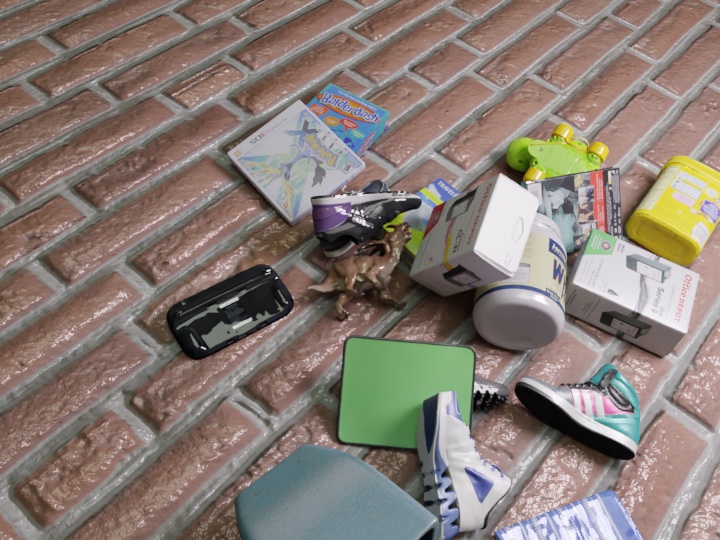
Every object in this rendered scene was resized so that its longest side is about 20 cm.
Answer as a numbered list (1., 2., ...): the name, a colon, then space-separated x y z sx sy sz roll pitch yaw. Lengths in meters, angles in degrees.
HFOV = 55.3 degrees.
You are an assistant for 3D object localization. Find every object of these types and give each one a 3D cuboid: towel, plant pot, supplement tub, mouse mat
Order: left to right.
1. plant pot: -0.049 0.336 0.839 0.195 0.197 0.200 -33 54 -28
2. mouse mat: 0.068 0.183 1.014 0.199 0.008 0.162 5 87 1
3. supplement tub: 0.267 0.015 1.144 0.144 0.145 0.201 13 53 3
4. towel: 0.301 0.394 0.939 0.199 0.024 0.145 -13 55 -17

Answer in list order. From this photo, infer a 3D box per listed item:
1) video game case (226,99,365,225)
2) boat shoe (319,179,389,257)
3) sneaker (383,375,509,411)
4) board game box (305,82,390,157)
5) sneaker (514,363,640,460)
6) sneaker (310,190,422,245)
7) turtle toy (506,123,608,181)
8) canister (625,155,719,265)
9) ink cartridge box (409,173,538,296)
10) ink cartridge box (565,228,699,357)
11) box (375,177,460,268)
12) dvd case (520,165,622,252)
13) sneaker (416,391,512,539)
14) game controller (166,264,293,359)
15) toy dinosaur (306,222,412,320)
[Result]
1. video game case: -0.122 -0.207 1.296 0.182 0.022 0.200 -40 71 -12
2. boat shoe: -0.014 -0.108 1.242 0.075 0.062 0.200 10 47 42
3. sneaker: 0.130 0.164 1.062 0.199 0.067 0.091 4 55 -2
4. board game box: -0.054 -0.284 1.389 0.152 0.045 0.200 28 54 14
5. sneaker: 0.345 0.189 1.059 0.199 0.084 0.121 30 60 5
6. sneaker: 0.011 -0.089 1.176 0.199 0.076 0.088 -6 98 -20
7. turtle toy: 0.378 -0.204 1.349 0.200 0.101 0.146 33 82 16
8. canister: 0.619 -0.117 1.330 0.148 0.087 0.200 34 58 18
9. ink cartridge box: 0.179 -0.052 1.114 0.085 0.200 0.148 29 68 -16
10. ink cartridge box: 0.466 0.036 1.193 0.199 0.084 0.146 25 54 11
11. box: 0.136 -0.091 1.268 0.200 0.048 0.122 -35 65 -28
12. dvd case: 0.393 -0.107 1.270 0.199 0.147 0.022 -12 13 -16
13. sneaker: 0.147 0.274 0.969 0.114 0.081 0.201 3 73 -17
14. game controller: -0.209 0.064 1.117 0.199 0.042 0.105 -27 75 -24
15. toy dinosaur: 0.000 0.000 1.161 0.199 0.086 0.136 -13 55 -10
